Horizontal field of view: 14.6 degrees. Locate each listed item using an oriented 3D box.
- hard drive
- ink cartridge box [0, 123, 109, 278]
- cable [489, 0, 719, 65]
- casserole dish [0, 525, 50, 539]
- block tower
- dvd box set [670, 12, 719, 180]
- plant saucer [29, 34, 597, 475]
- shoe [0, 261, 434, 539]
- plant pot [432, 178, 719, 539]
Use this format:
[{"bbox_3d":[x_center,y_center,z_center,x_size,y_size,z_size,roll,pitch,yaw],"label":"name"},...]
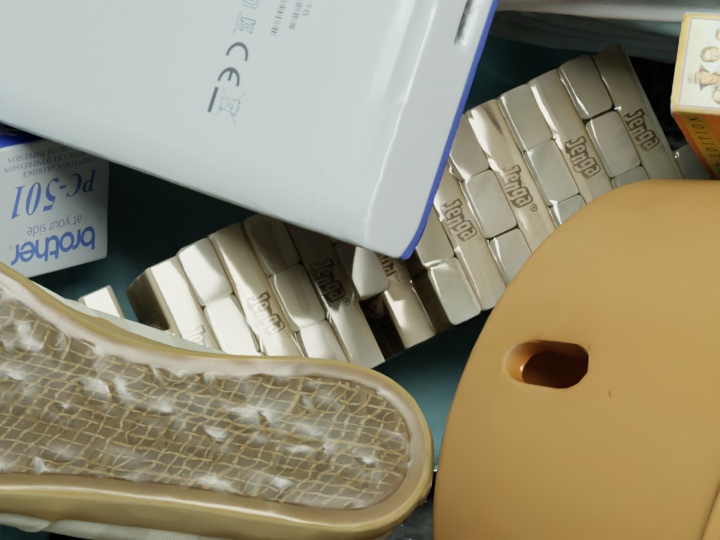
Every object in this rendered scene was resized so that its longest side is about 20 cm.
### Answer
[{"bbox_3d":[-0.045,-0.092,0.763,0.200,0.025,0.132,20,92,40],"label":"hard drive"},{"bbox_3d":[-0.172,-0.015,0.780,0.094,0.044,0.200,17,22,38],"label":"ink cartridge box"},{"bbox_3d":[0.103,-0.096,0.790,0.199,0.200,0.070,7,90,-18],"label":"cable"},{"bbox_3d":[-0.148,0.088,0.778,0.121,0.039,0.201,-11,52,21],"label":"casserole dish"},{"bbox_3d":[0.000,0.000,0.794,0.199,0.054,0.058,-25,88,-13],"label":"block tower"},{"bbox_3d":[0.191,-0.027,0.733,0.199,0.146,0.030,6,79,19],"label":"dvd box set"},{"bbox_3d":[-0.008,-0.013,0.864,0.199,0.027,0.201,-2,54,3],"label":"plant saucer"},{"bbox_3d":[-0.082,0.038,0.718,0.199,0.053,0.070,16,65,-8],"label":"shoe"},{"bbox_3d":[0.112,0.062,0.713,0.140,0.200,0.200,20,58,37],"label":"plant pot"}]
